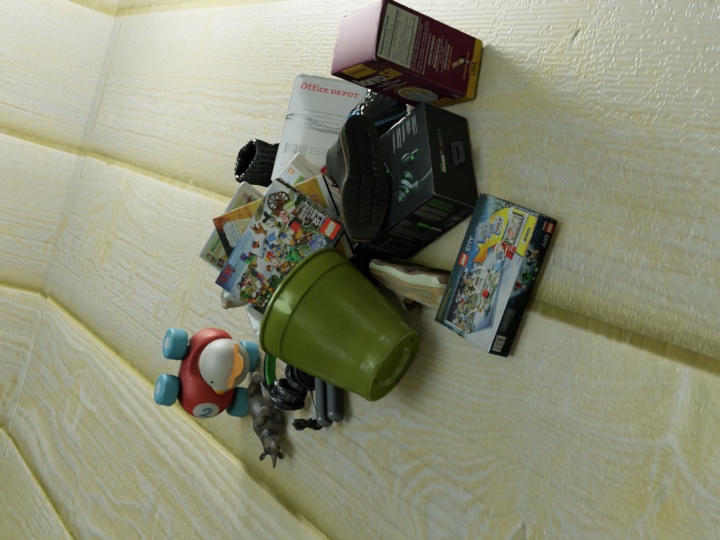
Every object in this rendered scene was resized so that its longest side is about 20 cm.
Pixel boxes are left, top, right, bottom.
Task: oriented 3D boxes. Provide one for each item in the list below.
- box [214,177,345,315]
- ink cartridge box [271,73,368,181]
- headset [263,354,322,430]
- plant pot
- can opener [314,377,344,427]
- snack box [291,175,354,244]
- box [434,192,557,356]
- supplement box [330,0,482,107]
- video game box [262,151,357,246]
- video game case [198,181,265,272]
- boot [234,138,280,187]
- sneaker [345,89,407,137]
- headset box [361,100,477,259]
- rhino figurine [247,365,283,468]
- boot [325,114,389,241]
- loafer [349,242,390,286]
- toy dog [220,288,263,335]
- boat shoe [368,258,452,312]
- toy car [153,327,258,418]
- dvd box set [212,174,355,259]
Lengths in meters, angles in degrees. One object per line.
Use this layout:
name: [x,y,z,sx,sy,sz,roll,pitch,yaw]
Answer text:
box: [-0.126,-0.028,1.574,0.200,0.136,0.038,-59,-5,13]
ink cartridge box: [-0.062,-0.239,1.768,0.145,0.083,0.201,12,87,16]
headset: [-0.123,0.202,1.739,0.124,0.094,0.200,-55,51,29]
plant pot: [-0.019,0.097,1.516,0.193,0.200,0.201,33,109,24]
can opener: [-0.064,0.170,1.690,0.053,0.066,0.201,-29,52,33]
snack box: [-0.100,-0.049,1.704,0.200,0.142,0.053,-52,5,41]
box: [0.188,0.003,1.380,0.137,0.038,0.201,31,104,57]
supplement box: [0.074,-0.336,1.550,0.131,0.199,0.104,-1,77,58]
video game box: [-0.100,-0.084,1.744,0.200,0.182,0.047,-44,6,40]
video game case: [-0.171,-0.034,1.701,0.200,0.182,0.022,-51,3,42]
boot: [-0.135,-0.236,1.867,0.212,0.157,0.080,-60,33,25]
sneaker: [0.052,-0.302,1.699,0.200,0.082,0.073,-57,22,-5]
headset box: [0.089,-0.143,1.551,0.200,0.093,0.175,-37,49,44]
rhino figurine: [-0.171,0.276,1.814,0.088,0.060,0.201,111,152,-48]
boot: [-0.013,-0.130,1.570,0.138,0.077,0.201,143,131,-65]
loafer: [0.000,0.000,1.648,0.070,0.068,0.201,20,99,40]
toy dog: [-0.161,0.063,1.687,0.200,0.132,0.096,-23,19,37]
boat shoe: [0.075,0.028,1.534,0.200,0.071,0.077,17,104,57]
toy car: [-0.270,0.197,1.862,0.200,0.184,0.178,-7,71,63]
dvd box set: [-0.126,-0.055,1.614,0.029,0.199,0.147,-48,-62,-81]
